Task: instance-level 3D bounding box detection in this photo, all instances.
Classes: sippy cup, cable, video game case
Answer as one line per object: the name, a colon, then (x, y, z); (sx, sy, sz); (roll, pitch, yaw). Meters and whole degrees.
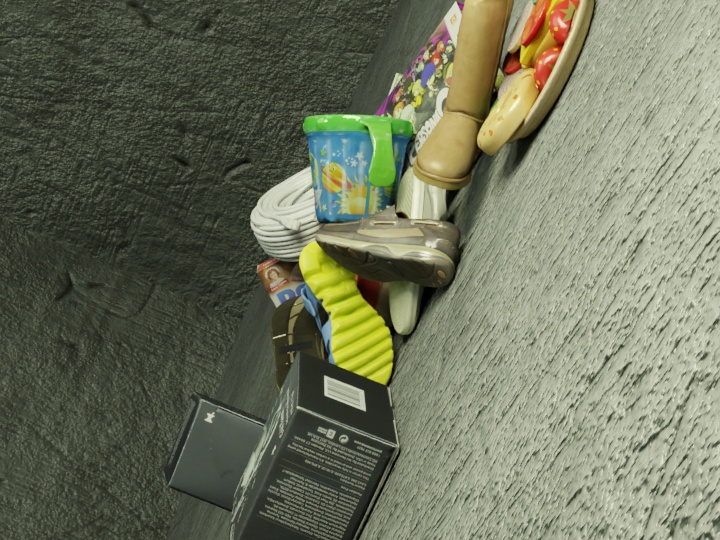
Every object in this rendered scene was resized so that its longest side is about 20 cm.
sippy cup: (-0.005, -0.121, 1.680); (0.178, 0.139, 0.131); (2, -90, -74)
cable: (-0.054, -0.090, 1.864); (0.200, 0.069, 0.199); (-39, 24, -28)
video game case: (0.099, -0.204, 1.693); (0.200, 0.036, 0.182); (-52, 37, 33)

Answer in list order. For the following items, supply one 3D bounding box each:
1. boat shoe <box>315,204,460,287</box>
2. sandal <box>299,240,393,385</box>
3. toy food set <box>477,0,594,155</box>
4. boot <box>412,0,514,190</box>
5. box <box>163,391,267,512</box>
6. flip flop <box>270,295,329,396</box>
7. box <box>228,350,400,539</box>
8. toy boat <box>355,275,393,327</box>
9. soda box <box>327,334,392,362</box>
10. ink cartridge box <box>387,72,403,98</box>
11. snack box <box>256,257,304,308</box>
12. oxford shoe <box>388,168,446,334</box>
boat shoe: (0.037, -0.032, 1.561); (0.199, 0.075, 0.074); (12, 62, 38)
sandal: (-0.020, 0.065, 1.639); (0.087, 0.079, 0.201); (119, 134, -65)
toy food set: (0.185, -0.226, 1.439); (0.198, 0.048, 0.201); (-77, 13, -55)
boot: (0.115, -0.208, 1.489); (0.175, 0.066, 0.201); (-62, -15, -60)
box: (-0.139, 0.246, 1.726); (0.200, 0.196, 0.118); (162, 130, -80)
flip flop: (-0.069, 0.103, 1.704); (0.201, 0.081, 0.058); (-93, -10, -46)
box: (-0.054, 0.223, 1.498); (0.200, 0.123, 0.198); (-99, 32, -76)
toy boat: (0.000, 0.000, 1.742); (0.200, 0.130, 0.131); (144, 148, -76)
soda box: (-0.027, 0.146, 1.756); (0.200, 0.063, 0.068); (124, 166, -51)
ink cartridge box: (0.067, -0.226, 1.993); (0.200, 0.075, 0.148); (93, -166, -63)
snack box: (-0.039, -0.016, 1.872); (0.199, 0.072, 0.024); (-26, 22, 7)
oxford shoe: (0.072, -0.022, 1.617); (0.075, 0.057, 0.201); (160, 119, -65)
